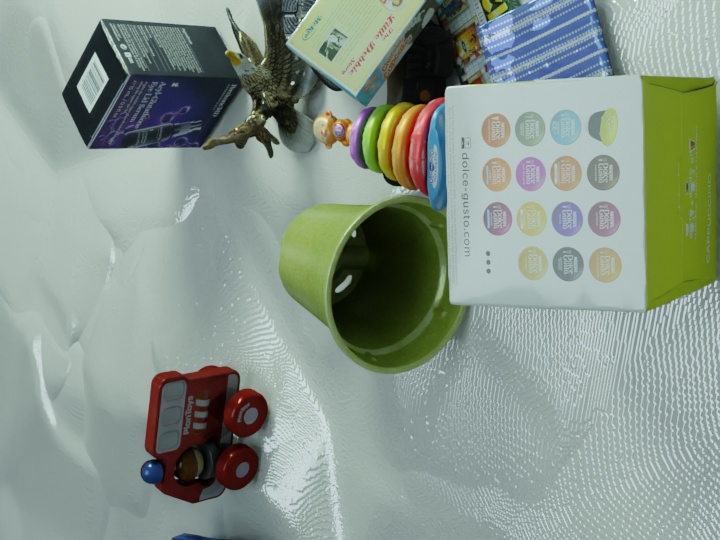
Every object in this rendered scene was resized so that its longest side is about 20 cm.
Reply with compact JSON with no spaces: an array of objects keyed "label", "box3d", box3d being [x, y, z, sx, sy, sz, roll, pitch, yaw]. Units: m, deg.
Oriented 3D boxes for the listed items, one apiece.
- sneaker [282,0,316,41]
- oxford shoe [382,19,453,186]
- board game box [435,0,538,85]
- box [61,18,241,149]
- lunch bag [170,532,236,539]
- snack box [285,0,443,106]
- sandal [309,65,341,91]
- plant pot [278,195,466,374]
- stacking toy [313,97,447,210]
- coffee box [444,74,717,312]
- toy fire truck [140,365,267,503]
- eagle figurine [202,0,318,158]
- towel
[{"label":"sneaker","box3d":[-0.041,-0.354,1.520,0.077,0.080,0.203,9,85,21]},{"label":"oxford shoe","box3d":[0.061,-0.198,1.462,0.085,0.072,0.202,-122,41,-59]},{"label":"board game box","box3d":[0.140,-0.261,1.391,0.104,0.023,0.202,-31,72,42]},{"label":"box","box3d":[-0.285,-0.254,1.719,0.148,0.198,0.105,-50,60,38]},{"label":"lunch bag","box3d":[-0.220,0.441,1.766,0.199,0.135,0.134,-7,89,48]},{"label":"snack box","box3d":[0.020,-0.297,1.387,0.116,0.037,0.201,39,94,25]},{"label":"sandal","box3d":[-0.049,-0.311,1.567,0.043,0.075,0.202,90,158,-68]},{"label":"plant pot","box3d":[0.000,0.000,1.467,0.184,0.198,0.203,19,108,56]},{"label":"stacking toy","box3d":[0.029,-0.147,1.394,0.198,0.110,0.118,14,117,28]},{"label":"coffee box","box3d":[0.211,-0.077,1.166,0.196,0.199,0.203,2,98,34]},{"label":"toy fire truck","box3d":[-0.231,0.228,1.732,0.112,0.167,0.203,26,112,42]},{"label":"eagle figurine","box3d":[-0.124,-0.260,1.624,0.150,0.151,0.202,7,64,7]},{"label":"towel","box3d":[0.199,-0.189,1.307,0.144,0.024,0.203,-20,79,39]}]
